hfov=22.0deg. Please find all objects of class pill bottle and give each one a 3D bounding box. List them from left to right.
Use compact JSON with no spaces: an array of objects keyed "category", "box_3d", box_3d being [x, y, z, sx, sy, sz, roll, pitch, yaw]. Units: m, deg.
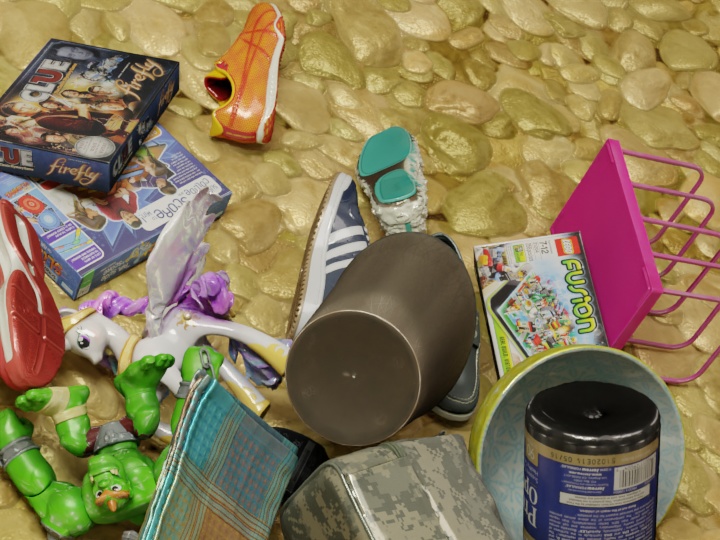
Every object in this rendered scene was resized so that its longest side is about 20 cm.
[{"category":"pill bottle","box_3d":[0.190,0.202,1.535,0.112,0.200,0.112,-1,22,0]}]

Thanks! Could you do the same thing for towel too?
[{"category":"towel","box_3d":[-0.115,0.197,1.437,0.147,0.022,0.200,47,52,-46]}]

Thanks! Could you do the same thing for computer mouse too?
[{"category":"computer mouse","box_3d":[-0.019,0.198,1.590,0.200,0.034,0.059,34,57,-4]}]

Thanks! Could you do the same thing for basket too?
[{"category":"basket","box_3d":[0.014,0.067,1.561,0.136,0.181,0.200,19,12,8]}]

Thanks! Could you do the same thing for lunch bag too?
[{"category":"lunch bag","box_3d":[0.055,0.236,1.495,0.168,0.139,0.200,-15,67,-33]}]

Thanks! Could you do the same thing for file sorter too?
[{"category":"file sorter","box_3d":[0.290,-0.004,1.849,0.125,0.139,0.200,9,47,-21]}]

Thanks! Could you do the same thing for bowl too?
[{"category":"bowl","box_3d":[0.176,0.156,1.649,0.200,0.200,0.108,8,4,-20]}]

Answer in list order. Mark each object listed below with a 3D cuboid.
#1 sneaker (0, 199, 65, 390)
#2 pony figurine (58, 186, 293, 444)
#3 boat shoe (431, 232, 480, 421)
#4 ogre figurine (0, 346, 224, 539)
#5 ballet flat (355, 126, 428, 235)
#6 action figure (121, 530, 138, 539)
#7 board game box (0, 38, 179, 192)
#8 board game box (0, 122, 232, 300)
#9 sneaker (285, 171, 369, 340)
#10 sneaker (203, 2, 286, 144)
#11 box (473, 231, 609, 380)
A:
[{"category":"sneaker","box_3d":[-0.316,0.041,1.537,0.078,0.115,0.200,50,16,-41]},{"category":"pony figurine","box_3d":[-0.155,0.050,1.577,0.200,0.167,0.193,35,63,11]},{"category":"boat shoe","box_3d":[0.078,0.050,1.748,0.073,0.062,0.200,9,47,-19]},{"category":"ogre figurine","box_3d":[-0.195,0.142,1.478,0.200,0.098,0.120,-15,76,-12]},{"category":"ballet flat","box_3d":[0.034,-0.078,1.840,0.072,0.072,0.200,18,24,-10]},{"category":"action figure","box_3d":[-0.183,0.234,1.429,0.200,0.118,0.055,-11,72,-45]},{"category":"board game box","box_3d":[-0.265,-0.149,1.739,0.135,0.035,0.200,11,35,8]},{"category":"board game box","box_3d":[-0.235,-0.067,1.721,0.135,0.034,0.200,43,46,16]},{"category":"sneaker","box_3d":[0.000,0.000,1.749,0.108,0.070,0.200,16,51,-5]},{"category":"sneaker","box_3d":[-0.118,-0.211,1.891,0.077,0.073,0.200,10,43,-5]},{"category":"box","box_3d":[0.177,0.053,1.784,0.110,0.035,0.200,-9,50,0]}]
